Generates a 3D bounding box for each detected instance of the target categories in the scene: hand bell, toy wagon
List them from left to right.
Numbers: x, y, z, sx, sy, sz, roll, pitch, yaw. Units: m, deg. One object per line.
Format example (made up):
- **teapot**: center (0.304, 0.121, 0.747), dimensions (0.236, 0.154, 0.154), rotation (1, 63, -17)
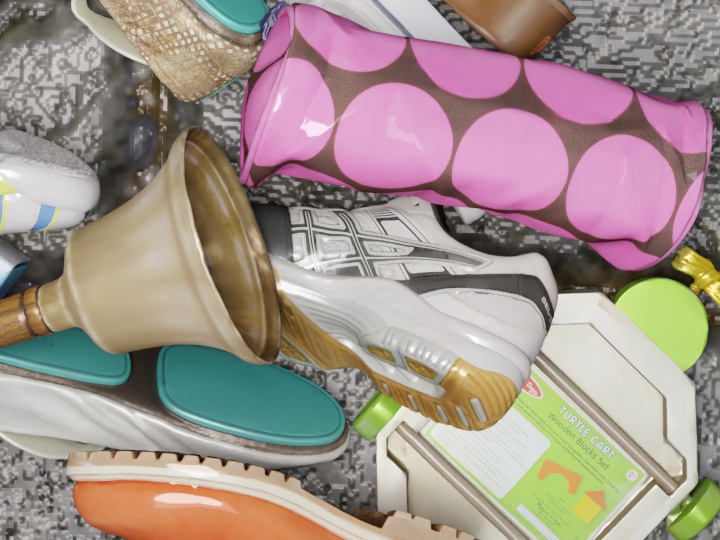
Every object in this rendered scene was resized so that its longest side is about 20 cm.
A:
- **hand bell**: center (-0.144, 0.019, 0.872), dimensions (0.198, 0.104, 0.105), rotation (-18, 94, 11)
- **toy wagon**: center (0.100, 0.072, 0.966), dimensions (0.155, 0.040, 0.200), rotation (43, 93, -2)

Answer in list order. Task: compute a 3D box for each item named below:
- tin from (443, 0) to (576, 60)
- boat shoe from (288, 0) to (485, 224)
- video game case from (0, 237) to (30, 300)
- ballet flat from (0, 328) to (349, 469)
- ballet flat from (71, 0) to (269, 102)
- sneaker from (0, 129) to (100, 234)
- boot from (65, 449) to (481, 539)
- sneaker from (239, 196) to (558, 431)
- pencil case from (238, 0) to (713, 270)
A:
- **tin**: center (0.014, -0.170, 0.916), dimensions (0.200, 0.112, 0.042), rotation (43, 103, -1)
- **boat shoe**: center (-0.001, -0.105, 0.943), dimensions (0.200, 0.072, 0.066), rotation (44, 89, -10)
- **video game case**: center (-0.289, 0.017, 0.966), dimensions (0.181, 0.045, 0.200), rotation (39, 94, -3)
- **ballet flat**: center (-0.106, 0.066, 0.956), dimensions (0.198, 0.069, 0.070), rotation (15, 94, -14)
- **ballet flat**: center (-0.128, -0.153, 0.940), dimensions (0.200, 0.070, 0.065), rotation (46, 123, 9)
- **sneaker**: center (-0.215, -0.014, 0.913), dimensions (0.198, 0.076, 0.106), rotation (7, 103, 6)
- **boot**: center (-0.045, 0.142, 0.902), dimensions (0.198, 0.075, 0.108), rotation (20, 80, -9)
- **sneaker**: center (0.000, 0.000, 0.940), dimensions (0.199, 0.076, 0.088), rotation (25, 65, 23)
- **pencil case**: center (0.047, -0.055, 0.881), dimensions (0.198, 0.094, 0.092), rotation (14, 60, -9)
